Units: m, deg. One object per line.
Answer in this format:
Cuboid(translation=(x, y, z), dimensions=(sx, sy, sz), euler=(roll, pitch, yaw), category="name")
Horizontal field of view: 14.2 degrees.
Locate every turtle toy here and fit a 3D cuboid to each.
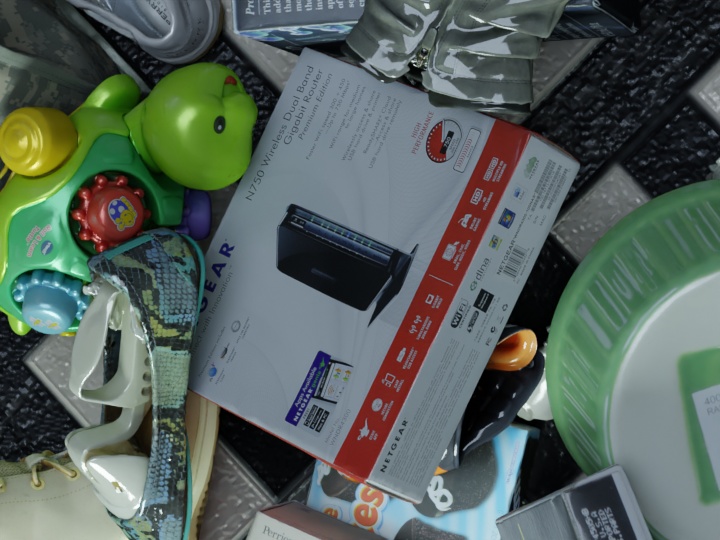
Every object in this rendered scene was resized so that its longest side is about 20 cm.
Cuboid(translation=(-0.134, -0.038, 1.589), dimensions=(0.101, 0.146, 0.200), euler=(44, 111, 22), category="turtle toy")

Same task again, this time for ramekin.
Cuboid(translation=(0.203, 0.060, 1.517), dimensions=(0.200, 0.098, 0.200), euler=(-2, 107, -7), category="ramekin")

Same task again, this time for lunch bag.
Cuboid(translation=(-0.236, -0.083, 1.616), dimensions=(0.164, 0.200, 0.118), euler=(-47, 75, 12), category="lunch bag")

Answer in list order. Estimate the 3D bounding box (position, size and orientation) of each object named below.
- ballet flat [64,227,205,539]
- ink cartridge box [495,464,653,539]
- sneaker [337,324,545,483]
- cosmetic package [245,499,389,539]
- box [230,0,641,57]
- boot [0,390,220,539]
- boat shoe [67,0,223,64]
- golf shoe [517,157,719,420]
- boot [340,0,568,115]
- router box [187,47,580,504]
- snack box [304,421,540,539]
Cuboid(translation=(-0.127, 0.072, 1.550), dimensions=(0.074, 0.074, 0.200), euler=(9, 113, 14), category="ballet flat")
Cuboid(translation=(0.132, 0.211, 1.523), dimensions=(0.047, 0.200, 0.198), euler=(-21, 83, -16), category="ink cartridge box")
Cuboid(translation=(0.051, 0.021, 1.580), dimensions=(0.112, 0.078, 0.200), euler=(-7, 68, 36), category="sneaker")
Cuboid(translation=(-0.036, 0.239, 1.593), dimensions=(0.103, 0.073, 0.200), euler=(20, 97, 16), category="cosmetic package")
Cuboid(translation=(0.042, -0.180, 1.578), dimensions=(0.200, 0.148, 0.107), euler=(-3, 88, 15), category="box")
Cuboid(translation=(-0.166, 0.108, 1.638), dimensions=(0.155, 0.073, 0.200), euler=(8, 97, -15), category="boot")
Cuboid(translation=(-0.166, -0.196, 1.672), dimensions=(0.200, 0.069, 0.071), euler=(38, 101, 13), category="boat shoe")
Cuboid(translation=(0.171, 0.028, 1.582), dimensions=(0.200, 0.078, 0.097), euler=(-44, 85, 11), category="golf shoe")
Cuboid(translation=(0.094, -0.138, 1.462), dimensions=(0.200, 0.068, 0.131), euler=(15, 98, 21), category="boot")
Cuboid(translation=(0.000, 0.000, 1.543), dimensions=(0.179, 0.049, 0.200), euler=(23, 88, 43), category="router box")
Cuboid(translation=(0.020, 0.171, 1.635), dimensions=(0.116, 0.037, 0.200), euler=(15, 93, 16), category="snack box")
